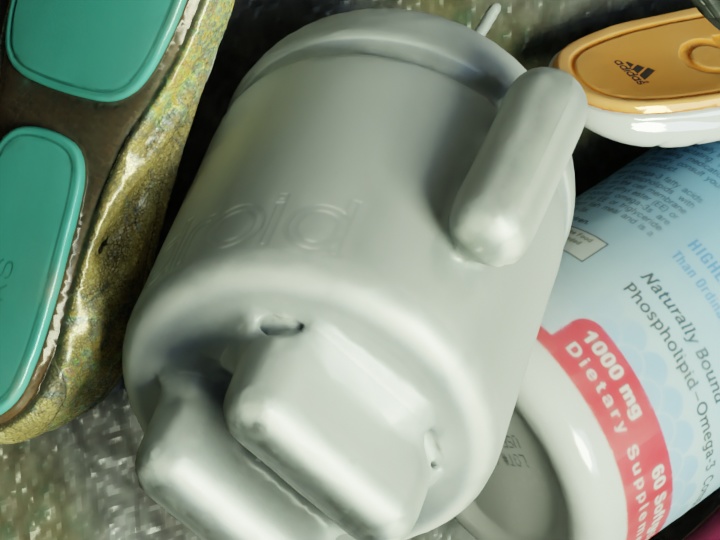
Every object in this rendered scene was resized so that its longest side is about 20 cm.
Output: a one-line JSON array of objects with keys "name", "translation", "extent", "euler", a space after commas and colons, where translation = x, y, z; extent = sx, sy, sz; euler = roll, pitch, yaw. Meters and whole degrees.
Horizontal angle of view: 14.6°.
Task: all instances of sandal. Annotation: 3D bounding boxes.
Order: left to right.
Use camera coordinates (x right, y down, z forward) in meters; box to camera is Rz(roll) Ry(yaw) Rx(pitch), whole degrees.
[{"name": "sandal", "translation": [0.159, -0.091, 0.958], "extent": [0.206, 0.079, 0.059], "euler": [-16, 133, -28]}]

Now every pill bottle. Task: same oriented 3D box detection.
[{"name": "pill bottle", "translation": [0.115, 0.013, 0.965], "extent": [0.199, 0.109, 0.109], "euler": [-33, 123, -25]}]

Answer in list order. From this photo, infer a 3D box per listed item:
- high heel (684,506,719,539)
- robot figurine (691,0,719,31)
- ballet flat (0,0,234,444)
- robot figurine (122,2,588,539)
[{"name": "high heel", "translation": [0.154, 0.126, 1.034], "extent": [0.067, 0.096, 0.201], "euler": [24, 90, -43]}, {"name": "robot figurine", "translation": [0.092, -0.166, 0.779], "extent": [0.145, 0.058, 0.201], "euler": [-47, 125, -38]}, {"name": "ballet flat", "translation": [-0.075, -0.045, 0.832], "extent": [0.070, 0.071, 0.201], "euler": [15, 96, -40]}, {"name": "robot figurine", "translation": [0.000, 0.000, 0.836], "extent": [0.113, 0.169, 0.201], "euler": [44, 40, -21]}]
